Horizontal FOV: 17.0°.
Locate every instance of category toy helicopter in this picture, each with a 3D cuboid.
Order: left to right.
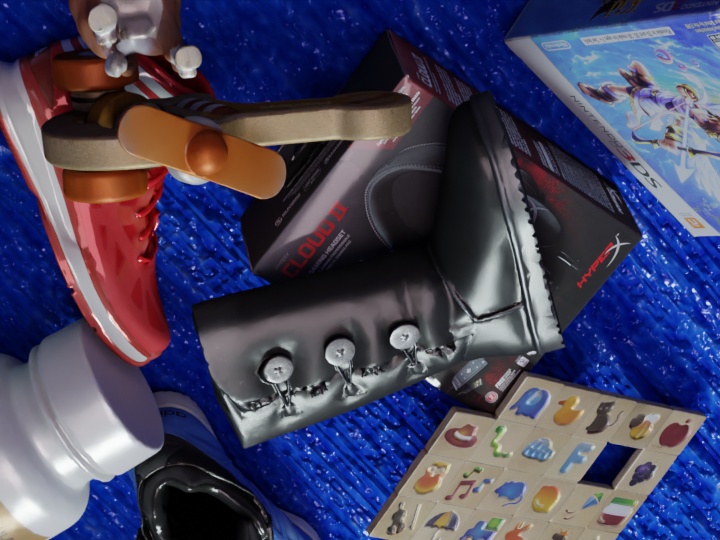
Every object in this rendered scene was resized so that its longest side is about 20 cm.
[{"bbox_3d":[-0.069,-0.076,1.278,0.199,0.132,0.079,-5,103,-9],"label":"toy helicopter"}]

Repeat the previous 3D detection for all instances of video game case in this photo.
[{"bbox_3d":[0.201,-0.090,1.336,0.181,0.200,0.046,42,71,-24],"label":"video game case"}]

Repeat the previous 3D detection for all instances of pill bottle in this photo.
[{"bbox_3d":[-0.221,0.113,1.407,0.199,0.114,0.115,-29,116,11],"label":"pill bottle"}]

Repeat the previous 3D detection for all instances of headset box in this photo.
[{"bbox_3d":[0.038,-0.030,1.404,0.200,0.077,0.149,33,107,-23],"label":"headset box"}]

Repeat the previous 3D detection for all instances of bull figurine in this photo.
[{"bbox_3d":[-0.126,-0.186,1.193,0.065,0.121,0.201,-17,116,-6],"label":"bull figurine"}]

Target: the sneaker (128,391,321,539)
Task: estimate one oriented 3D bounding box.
[{"bbox_3d":[-0.074,0.173,1.466,0.077,0.111,0.200,-30,116,7],"label":"sneaker"}]

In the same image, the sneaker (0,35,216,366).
[{"bbox_3d":[-0.123,-0.045,1.373,0.115,0.078,0.201,-22,118,4],"label":"sneaker"}]

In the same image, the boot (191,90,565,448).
[{"bbox_3d":[0.000,0.001,1.340,0.199,0.066,0.165,-14,116,4],"label":"boot"}]

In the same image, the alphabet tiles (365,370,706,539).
[{"bbox_3d":[0.102,0.137,1.484,0.199,0.008,0.167,14,119,-41],"label":"alphabet tiles"}]
